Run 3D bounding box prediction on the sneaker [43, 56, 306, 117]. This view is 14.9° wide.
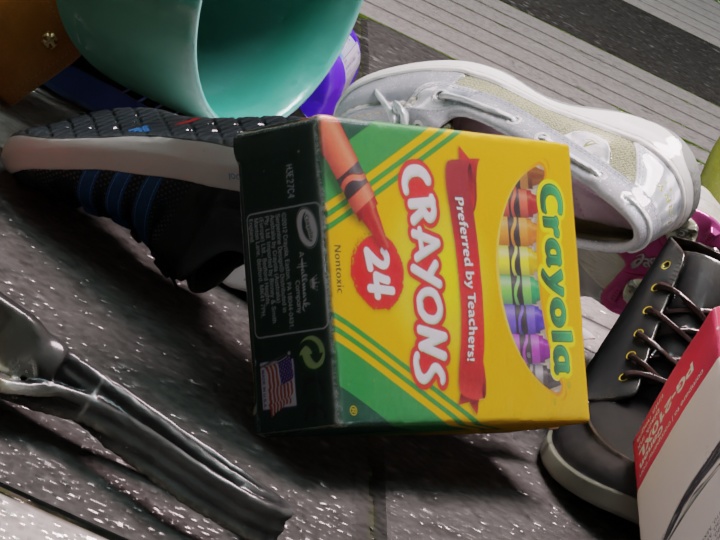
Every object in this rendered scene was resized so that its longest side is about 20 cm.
[{"bbox_3d":[-0.079,-0.100,1.470,0.199,0.078,0.070,26,14,-1],"label":"sneaker"}]

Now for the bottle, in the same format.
[{"bbox_3d":[-0.042,-0.132,1.671,0.083,0.066,0.200,26,14,0],"label":"bottle"}]

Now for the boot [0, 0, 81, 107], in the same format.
[{"bbox_3d":[-0.216,-0.142,1.379,0.144,0.201,0.071,59,-30,-4],"label":"boot"}]

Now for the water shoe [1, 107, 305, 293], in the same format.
[{"bbox_3d":[-0.090,-0.028,1.234,0.071,0.079,0.199,-18,17,-42],"label":"water shoe"}]

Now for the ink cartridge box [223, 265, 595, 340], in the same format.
[{"bbox_3d":[0.000,0.000,1.340,0.200,0.050,0.161,36,16,18],"label":"ink cartridge box"}]

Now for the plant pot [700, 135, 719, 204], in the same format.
[{"bbox_3d":[0.248,0.010,1.512,0.187,0.188,0.200,29,29,10],"label":"plant pot"}]

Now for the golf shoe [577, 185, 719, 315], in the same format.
[{"bbox_3d":[0.100,-0.023,1.449,0.199,0.076,0.092,9,24,10],"label":"golf shoe"}]

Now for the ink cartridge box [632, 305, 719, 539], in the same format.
[{"bbox_3d":[0.193,0.119,1.107,0.144,0.085,0.200,24,26,-9],"label":"ink cartridge box"}]

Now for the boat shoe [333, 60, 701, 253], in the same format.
[{"bbox_3d":[0.066,-0.051,1.350,0.201,0.075,0.065,17,33,28],"label":"boat shoe"}]

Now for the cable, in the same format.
[{"bbox_3d":[-0.120,0.048,1.006,0.200,0.050,0.097,37,-5,-10],"label":"cable"}]

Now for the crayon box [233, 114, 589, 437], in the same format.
[{"bbox_3d":[0.035,0.005,1.175,0.051,0.128,0.199,-10,-8,40],"label":"crayon box"}]

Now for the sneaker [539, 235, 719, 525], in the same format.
[{"bbox_3d":[0.139,0.048,1.280,0.074,0.107,0.200,25,15,-4],"label":"sneaker"}]

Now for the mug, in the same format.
[{"bbox_3d":[-0.084,-0.165,1.350,0.114,0.152,0.185,25,-19,27],"label":"mug"}]
